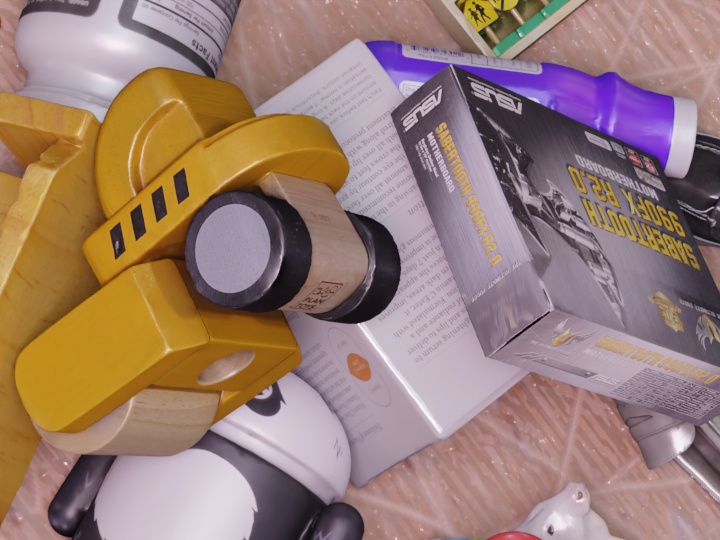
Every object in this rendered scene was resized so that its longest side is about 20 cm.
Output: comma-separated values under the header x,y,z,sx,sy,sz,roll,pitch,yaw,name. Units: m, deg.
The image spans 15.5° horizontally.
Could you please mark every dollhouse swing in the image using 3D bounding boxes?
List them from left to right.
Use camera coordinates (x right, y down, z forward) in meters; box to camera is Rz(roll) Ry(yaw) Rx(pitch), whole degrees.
x,y,z,sx,sy,sz,roll,pitch,yaw,name
-0.235,0.005,1.380,0.175,0.182,0.201,21,77,15,dollhouse swing

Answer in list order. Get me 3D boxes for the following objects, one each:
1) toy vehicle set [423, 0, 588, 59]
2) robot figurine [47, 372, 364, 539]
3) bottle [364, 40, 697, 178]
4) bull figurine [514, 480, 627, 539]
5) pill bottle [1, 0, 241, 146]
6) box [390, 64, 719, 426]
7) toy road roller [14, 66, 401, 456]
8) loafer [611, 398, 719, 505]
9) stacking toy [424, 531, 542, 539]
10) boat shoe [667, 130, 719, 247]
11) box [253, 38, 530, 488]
x,y,z,sx,sy,sz,roll,pitch,yaw,name
0.114,-0.223,1.602,0.200,0.027,0.124,-39,89,-16,toy vehicle set
-0.087,0.142,1.439,0.150,0.125,0.200,31,75,-7,robot figurine
0.092,-0.089,1.532,0.199,0.084,0.066,8,90,-3,bottle
0.153,0.215,1.498,0.121,0.065,0.201,-5,91,3,bull figurine
-0.128,-0.152,1.493,0.116,0.116,0.201,20,76,-7,pill bottle
0.116,-0.011,1.409,0.200,0.048,0.159,19,41,-47,box
-0.091,-0.010,1.336,0.200,0.123,0.146,-38,68,22,toy road roller
0.183,0.082,1.535,0.200,0.070,0.070,36,66,-3,loafer
0.065,0.178,1.424,0.085,0.200,0.086,2,79,-11,stacking toy
0.243,-0.037,1.576,0.199,0.057,0.069,23,75,-5,boat shoe
0.000,0.000,1.466,0.106,0.152,0.200,-37,89,-23,box
